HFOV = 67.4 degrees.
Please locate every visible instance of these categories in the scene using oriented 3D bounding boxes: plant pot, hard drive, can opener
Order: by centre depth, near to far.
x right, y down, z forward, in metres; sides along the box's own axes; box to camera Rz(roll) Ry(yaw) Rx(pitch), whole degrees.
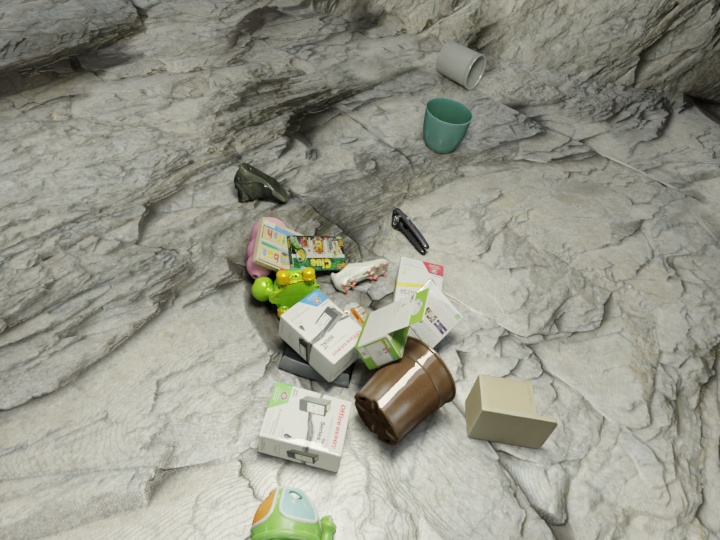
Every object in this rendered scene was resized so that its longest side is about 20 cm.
[{"bbox_3d":[0.100,0.305,1.329,0.199,0.203,0.197,39,59,24],"label":"plant pot"},{"bbox_3d":[-0.109,0.226,1.445,0.194,0.043,0.137,15,46,2],"label":"hard drive"},{"bbox_3d":[0.171,-0.139,1.839,0.077,0.064,0.201,-17,53,-27],"label":"can opener"},{"bbox_3d":[0.347,-0.587,2.232,0.194,0.164,0.204,6,45,-6],"label":"plant pot"}]

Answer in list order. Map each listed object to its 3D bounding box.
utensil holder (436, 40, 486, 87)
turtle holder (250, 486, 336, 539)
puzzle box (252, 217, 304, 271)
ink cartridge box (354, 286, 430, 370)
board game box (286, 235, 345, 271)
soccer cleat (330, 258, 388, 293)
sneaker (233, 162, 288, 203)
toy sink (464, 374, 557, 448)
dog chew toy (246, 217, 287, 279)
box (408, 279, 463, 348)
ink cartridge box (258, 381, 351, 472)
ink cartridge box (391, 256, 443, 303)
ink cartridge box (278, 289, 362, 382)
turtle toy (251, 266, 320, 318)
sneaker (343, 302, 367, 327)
[{"bbox_3d":[0.497,-1.021,2.674,0.199,0.173,0.168,38,50,26],"label":"utensil holder"},{"bbox_3d":[-0.132,0.519,1.095,0.179,0.143,0.134,3,45,-8],"label":"turtle holder"},{"bbox_3d":[-0.223,-0.058,1.594,0.197,0.025,0.137,23,64,-39],"label":"puzzle box"},{"bbox_3d":[0.096,0.142,1.328,0.077,0.196,0.149,55,29,-18],"label":"ink cartridge box"},{"bbox_3d":[-0.131,-0.051,1.640,0.196,0.023,0.108,-2,81,-40],"label":"board game box"},{"bbox_3d":[0.000,0.000,1.669,0.196,0.071,0.078,-23,52,-27],"label":"soccer cleat"},{"bbox_3d":[-0.347,-0.273,1.850,0.196,0.115,0.077,27,33,-27],"label":"sneaker"},{"bbox_3d":[0.379,0.356,1.374,0.194,0.133,0.114,10,44,-2],"label":"toy sink"},{"bbox_3d":[-0.287,-0.062,1.628,0.121,0.126,0.204,13,53,0],"label":"dog chew toy"},{"bbox_3d":[0.171,0.146,1.508,0.199,0.036,0.145,-40,82,-11],"label":"box"},{"bbox_3d":[-0.128,0.369,1.277,0.194,0.085,0.148,14,45,0],"label":"ink cartridge box"},{"bbox_3d":[0.172,0.069,1.628,0.141,0.085,0.203,13,46,1],"label":"ink cartridge box"},{"bbox_3d":[-0.097,0.167,1.413,0.198,0.086,0.144,38,49,21],"label":"ink cartridge box"},{"bbox_3d":[-0.210,0.052,1.533,0.194,0.150,0.101,-5,27,-16],"label":"turtle toy"},{"bbox_3d":[0.017,0.185,1.496,0.077,0.078,0.203,-26,75,-27],"label":"sneaker"}]
